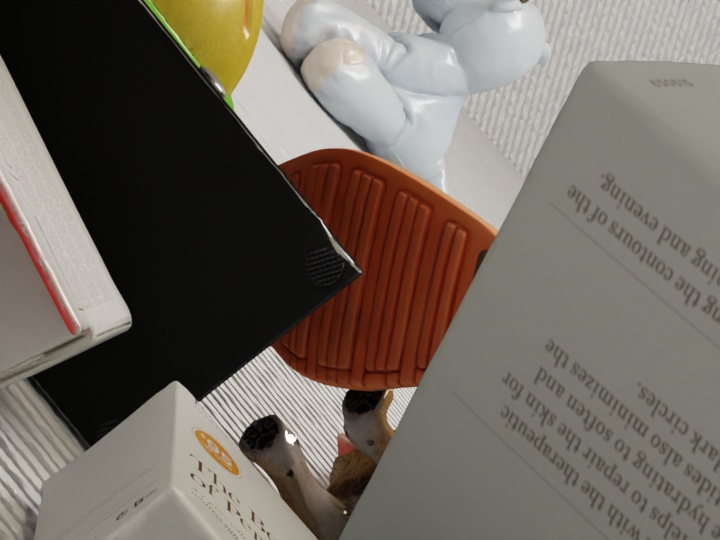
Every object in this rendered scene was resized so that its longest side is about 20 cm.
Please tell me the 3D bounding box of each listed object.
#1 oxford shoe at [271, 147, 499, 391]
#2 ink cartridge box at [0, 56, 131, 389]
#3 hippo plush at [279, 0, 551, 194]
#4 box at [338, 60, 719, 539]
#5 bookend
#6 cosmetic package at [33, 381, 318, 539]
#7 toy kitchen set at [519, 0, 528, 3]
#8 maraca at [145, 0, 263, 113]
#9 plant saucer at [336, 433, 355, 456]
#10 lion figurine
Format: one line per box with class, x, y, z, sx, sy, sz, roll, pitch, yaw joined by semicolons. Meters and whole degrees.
oxford shoe;0.000;0.000;0.915;0.073;0.071;0.200;14;1;-38
ink cartridge box;-0.121;-0.065;0.682;0.200;0.045;0.176;63;0;0
hippo plush;0.049;-0.160;2.088;0.200;0.161;0.159;55;7;30
box;0.145;0.067;0.774;0.200;0.171;0.199;0;34;-49
bookend;-0.095;-0.063;0.880;0.200;0.092;0.199;51;6;-6
cosmetic package;0.002;0.124;0.701;0.200;0.051;0.083;50;6;-14
toy kitchen set;0.007;-0.148;0.753;0.163;0.200;0.180;51;8;-1
maraca;-0.088;-0.107;1.106;0.137;0.107;0.200;48;8;-41
plant saucer;0.095;0.125;1.092;0.200;0.037;0.200;29;3;17
lion figurine;0.022;0.111;0.903;0.123;0.072;0.200;56;17;-37
